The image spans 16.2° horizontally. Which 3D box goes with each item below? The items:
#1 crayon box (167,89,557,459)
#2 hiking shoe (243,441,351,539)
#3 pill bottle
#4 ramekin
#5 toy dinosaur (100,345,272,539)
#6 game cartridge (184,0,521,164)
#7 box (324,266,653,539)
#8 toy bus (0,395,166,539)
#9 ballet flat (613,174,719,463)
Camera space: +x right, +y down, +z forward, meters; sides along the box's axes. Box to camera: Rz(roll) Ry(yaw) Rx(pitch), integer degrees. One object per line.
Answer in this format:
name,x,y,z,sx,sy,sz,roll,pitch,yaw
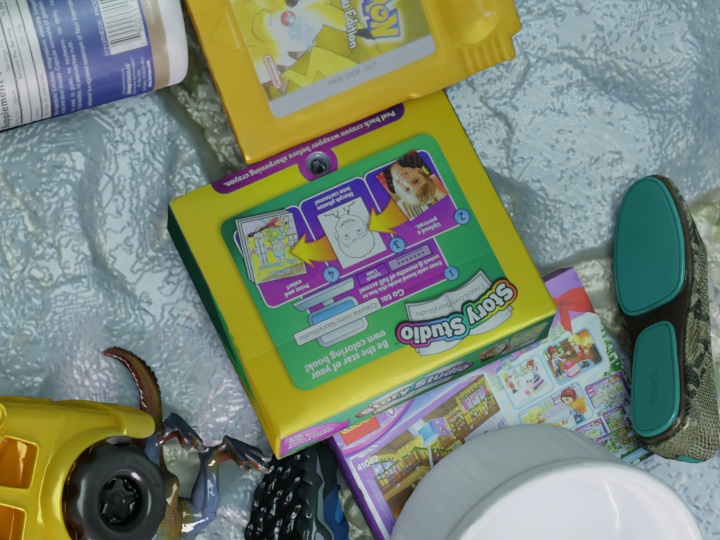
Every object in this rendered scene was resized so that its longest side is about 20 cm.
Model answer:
crayon box,0.000,0.000,1.627,0.199,0.058,0.173,-23,76,-12
hiking shoe,-0.022,0.208,1.635,0.086,0.074,0.202,3,82,-38
pill bottle,-0.216,-0.146,1.584,0.199,0.111,0.112,-16,90,-12
ramekin,0.112,0.196,1.607,0.199,0.098,0.202,-8,113,-20
toy dinosaur,-0.128,0.184,1.617,0.105,0.200,0.182,17,112,-39
game cartridge,-0.011,-0.183,1.592,0.199,0.032,0.177,-22,111,-3
box,0.083,0.103,1.668,0.199,0.039,0.138,-27,93,-12
toy bus,-0.231,0.167,1.513,0.191,0.135,0.202,13,81,-39
ballet flat,0.209,0.037,1.677,0.075,0.068,0.201,26,52,-41
